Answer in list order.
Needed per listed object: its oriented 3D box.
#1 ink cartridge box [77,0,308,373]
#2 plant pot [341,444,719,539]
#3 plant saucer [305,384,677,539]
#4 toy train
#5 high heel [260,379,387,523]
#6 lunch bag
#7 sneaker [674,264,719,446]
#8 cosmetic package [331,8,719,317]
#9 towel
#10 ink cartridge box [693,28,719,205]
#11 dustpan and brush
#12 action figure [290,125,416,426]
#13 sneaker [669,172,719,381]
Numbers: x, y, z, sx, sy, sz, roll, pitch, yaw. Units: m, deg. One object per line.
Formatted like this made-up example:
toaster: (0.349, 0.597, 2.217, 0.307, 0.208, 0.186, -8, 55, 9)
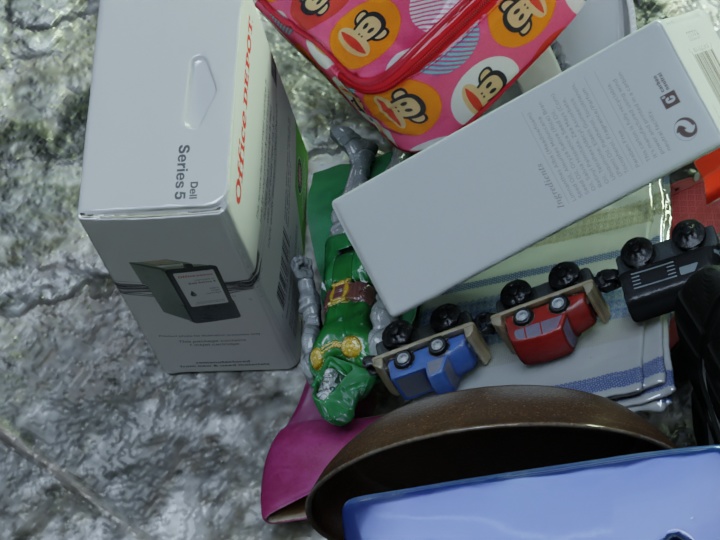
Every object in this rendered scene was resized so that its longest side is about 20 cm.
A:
ink cartridge box: (-0.088, -0.049, 1.440, 0.084, 0.200, 0.146, -2, 63, 9)
plant pot: (0.109, 0.205, 1.286, 0.199, 0.200, 0.180, -8, 69, 8)
plant saucer: (0.070, 0.102, 1.335, 0.200, 0.200, 0.037, -8, 64, 7)
toy train: (0.096, 0.026, 1.357, 0.200, 0.034, 0.046, -19, 52, 12)
high heel: (0.043, 0.105, 1.409, 0.200, 0.067, 0.096, 8, 56, 19)
lunch bag: (0.039, -0.174, 1.471, 0.176, 0.082, 0.200, -43, 40, -2)
sneaker: (0.229, 0.043, 1.339, 0.115, 0.201, 0.076, -22, 57, -4)
cosmetic package: (0.097, -0.056, 1.345, 0.200, 0.101, 0.071, -29, 88, 21)
towel: (0.101, 0.010, 1.411, 0.147, 0.024, 0.200, -13, 43, 19)
ink cartridge box: (0.237, -0.115, 1.404, 0.160, 0.200, 0.047, -33, 99, 13)
dustpan and brush: (0.114, -0.089, 1.499, 0.139, 0.057, 0.200, -25, 92, 7)
action figure: (0.000, 0.000, 1.448, 0.118, 0.055, 0.200, -24, 44, 36)
sneaker: (0.206, -0.035, 1.450, 0.087, 0.074, 0.200, 39, 76, 26)
